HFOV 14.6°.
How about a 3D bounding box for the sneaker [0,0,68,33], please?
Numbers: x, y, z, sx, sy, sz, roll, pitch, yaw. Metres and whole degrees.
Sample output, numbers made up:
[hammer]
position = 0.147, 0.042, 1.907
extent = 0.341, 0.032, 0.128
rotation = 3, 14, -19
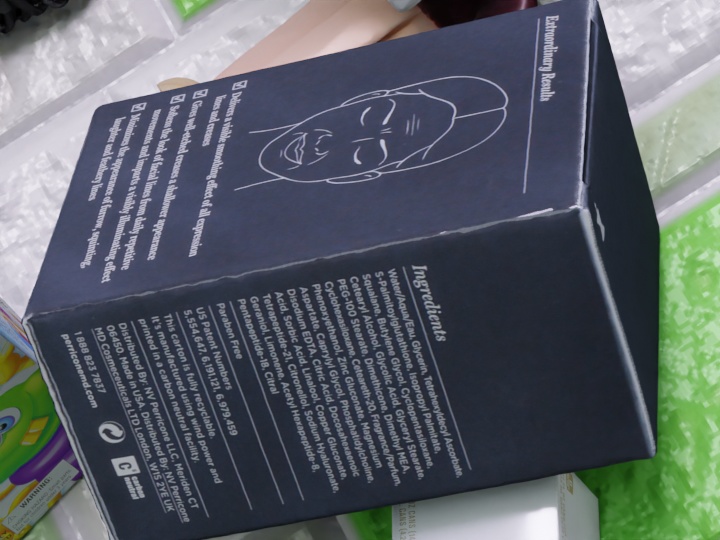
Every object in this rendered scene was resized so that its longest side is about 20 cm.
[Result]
[sneaker]
position = -0.160, -0.130, 1.160
extent = 0.079, 0.075, 0.200
rotation = 32, 83, 23

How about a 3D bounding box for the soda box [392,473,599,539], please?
[soda box]
position = 0.050, 0.168, 0.980
extent = 0.063, 0.068, 0.201
rotation = -8, 68, 16

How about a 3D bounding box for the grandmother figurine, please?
[grandmother figurine]
position = 0.022, -0.106, 1.101
extent = 0.200, 0.061, 0.121
rotation = -42, 72, 3

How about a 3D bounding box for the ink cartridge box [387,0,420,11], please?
[ink cartridge box]
position = -0.024, -0.215, 1.078
extent = 0.084, 0.144, 0.200
rotation = -37, 45, 1

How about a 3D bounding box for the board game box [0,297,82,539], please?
[board game box]
position = -0.188, 0.033, 1.036
extent = 0.103, 0.200, 0.105
rotation = -45, 63, -3

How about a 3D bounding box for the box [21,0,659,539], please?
[box]
position = 0.000, 0.000, 1.005
extent = 0.199, 0.108, 0.149
rotation = -11, 31, 14
